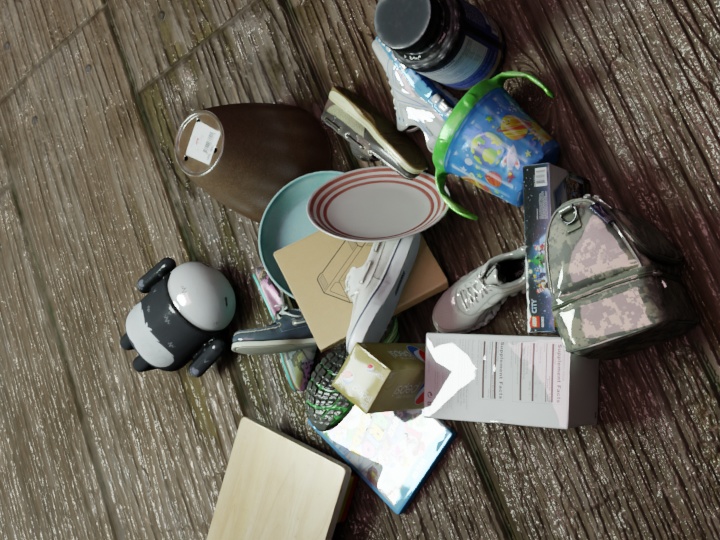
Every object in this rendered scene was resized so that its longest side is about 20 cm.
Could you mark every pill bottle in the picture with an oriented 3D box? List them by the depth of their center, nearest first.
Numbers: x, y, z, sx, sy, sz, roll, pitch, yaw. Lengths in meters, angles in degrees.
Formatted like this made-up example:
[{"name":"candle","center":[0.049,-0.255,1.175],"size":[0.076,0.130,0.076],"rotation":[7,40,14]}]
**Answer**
[{"name":"pill bottle","center":[0.103,-0.310,1.463],"size":[0.110,0.199,0.114],"rotation":[-3,84,32]}]

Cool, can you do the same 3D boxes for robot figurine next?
[{"name":"robot figurine","center":[-0.281,0.075,1.721],"size":[0.200,0.150,0.126],"rotation":[-41,24,23]}]

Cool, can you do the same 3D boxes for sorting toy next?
[{"name":"sorting toy","center":[-0.108,0.342,1.613],"size":[0.197,0.069,0.203],"rotation":[20,97,32]}]

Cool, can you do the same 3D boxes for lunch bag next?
[{"name":"lunch bag","center":[0.299,0.005,1.309],"size":[0.138,0.199,0.170],"rotation":[-25,74,27]}]

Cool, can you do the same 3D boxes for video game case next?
[{"name":"video game case","center":[0.027,0.222,1.569],"size":[0.200,0.018,0.144],"rotation":[41,106,28]}]

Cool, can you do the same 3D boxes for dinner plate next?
[{"name":"dinner plate","center":[0.025,-0.086,1.514],"size":[0.198,0.200,0.025],"rotation":[19,129,32]}]

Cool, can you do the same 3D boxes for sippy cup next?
[{"name":"sippy cup","center":[0.184,-0.157,1.447],"size":[0.130,0.139,0.179],"rotation":[36,139,19]}]

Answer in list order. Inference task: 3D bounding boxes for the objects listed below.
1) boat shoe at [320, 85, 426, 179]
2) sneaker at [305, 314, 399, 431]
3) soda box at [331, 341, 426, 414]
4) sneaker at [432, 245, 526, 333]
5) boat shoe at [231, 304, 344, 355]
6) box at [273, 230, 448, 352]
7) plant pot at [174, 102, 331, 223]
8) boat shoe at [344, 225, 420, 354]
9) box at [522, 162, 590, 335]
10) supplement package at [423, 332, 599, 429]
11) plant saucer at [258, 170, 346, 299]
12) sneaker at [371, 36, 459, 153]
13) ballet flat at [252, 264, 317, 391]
[{"name":"boat shoe","center":[0.017,-0.186,1.590],"size":[0.200,0.073,0.065],"rotation":[48,119,32]},{"name":"sneaker","center":[-0.001,0.139,1.519],"size":[0.077,0.086,0.201],"rotation":[20,63,34]},{"name":"soda box","center":[0.049,0.139,1.455],"size":[0.064,0.199,0.068],"rotation":[36,104,27]},{"name":"sneaker","center":[0.168,0.020,1.463],"size":[0.199,0.081,0.076],"rotation":[-34,70,27]},{"name":"boat shoe","center":[-0.087,0.080,1.570],"size":[0.196,0.075,0.063],"rotation":[-7,81,-11]},{"name":"box","center":[0.000,0.000,1.532],"size":[0.198,0.021,0.165],"rotation":[-26,63,-6]},{"name":"plant pot","center":[-0.172,-0.169,1.627],"size":[0.184,0.199,0.191],"rotation":[-4,83,31]},{"name":"boat shoe","center":[0.014,0.022,1.467],"size":[0.069,0.071,0.202],"rotation":[17,64,17]},{"name":"box","center":[0.247,-0.022,1.381],"size":[0.037,0.136,0.204],"rotation":[-4,83,32]},{"name":"supplement package","center":[0.193,0.138,1.415],"size":[0.197,0.113,0.112],"rotation":[0,86,31]},{"name":"plant saucer","center":[-0.047,-0.042,1.591],"size":[0.196,0.036,0.204],"rotation":[-1,73,2]},{"name":"sneaker","center":[0.067,-0.245,1.559],"size":[0.087,0.074,0.201],"rotation":[-49,62,25]},{"name":"ballet flat","center":[-0.099,0.075,1.642],"size":[0.070,0.069,0.203],"rotation":[-23,72,8]}]
